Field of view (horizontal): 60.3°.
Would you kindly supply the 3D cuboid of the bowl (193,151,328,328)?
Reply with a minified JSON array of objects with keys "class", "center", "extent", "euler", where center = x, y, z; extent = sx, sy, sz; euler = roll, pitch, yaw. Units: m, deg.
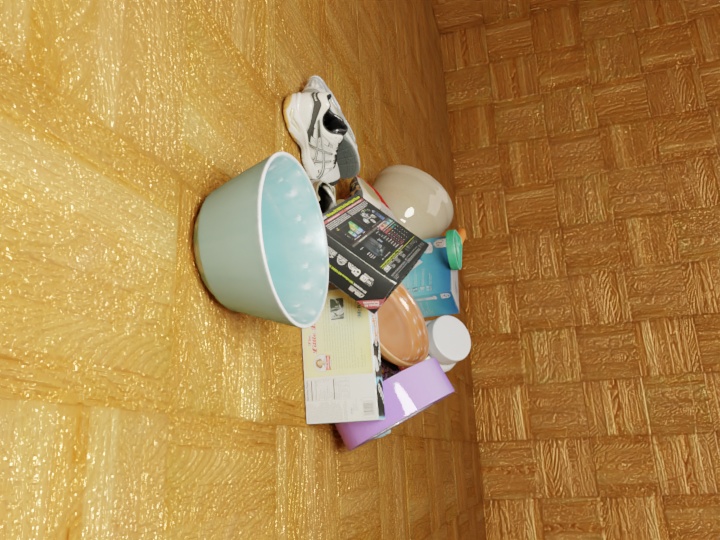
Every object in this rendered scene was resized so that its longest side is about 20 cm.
[{"class":"bowl","center":[-0.119,-0.028,0.717],"extent":[0.201,0.105,0.201],"euler":[-8,90,-75]}]

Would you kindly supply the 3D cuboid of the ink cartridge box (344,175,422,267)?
[{"class":"ink cartridge box","center":[0.031,-0.089,1.232],"extent":[0.116,0.067,0.200],"euler":[29,28,-59]}]

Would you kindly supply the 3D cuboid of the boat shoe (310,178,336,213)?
[{"class":"boat shoe","center":[-0.071,-0.106,0.987],"extent":[0.200,0.068,0.075],"euler":[-57,138,-67]}]

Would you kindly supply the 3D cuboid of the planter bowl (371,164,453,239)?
[{"class":"planter bowl","center":[0.087,-0.113,1.374],"extent":[0.135,0.200,0.200],"euler":[-55,142,-31]}]

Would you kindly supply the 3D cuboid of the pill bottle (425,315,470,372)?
[{"class":"pill bottle","center":[0.135,0.174,1.317],"extent":[0.114,0.200,0.114],"euler":[15,59,-26]}]

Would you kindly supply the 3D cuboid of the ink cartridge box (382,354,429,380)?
[{"class":"ink cartridge box","center":[0.046,0.153,1.162],"extent":[0.109,0.050,0.200],"euler":[52,25,12]}]

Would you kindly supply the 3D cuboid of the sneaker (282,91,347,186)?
[{"class":"sneaker","center":[-0.059,-0.214,1.048],"extent":[0.200,0.088,0.076],"euler":[64,22,-52]}]

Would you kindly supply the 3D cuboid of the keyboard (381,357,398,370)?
[{"class":"keyboard","center":[-0.005,0.110,1.060],"extent":[0.200,0.021,0.127],"euler":[41,32,-23]}]

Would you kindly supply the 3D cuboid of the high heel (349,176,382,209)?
[{"class":"high heel","center":[-0.024,-0.085,1.140],"extent":[0.071,0.143,0.200],"euler":[36,22,-38]}]

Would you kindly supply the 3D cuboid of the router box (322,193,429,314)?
[{"class":"router box","center":[0.006,-0.033,0.941],"extent":[0.062,0.150,0.200],"euler":[-56,174,27]}]

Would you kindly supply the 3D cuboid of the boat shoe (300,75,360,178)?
[{"class":"boat shoe","center":[-0.050,-0.254,1.125],"extent":[0.202,0.074,0.065],"euler":[59,32,-41]}]

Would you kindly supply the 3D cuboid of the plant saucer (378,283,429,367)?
[{"class":"plant saucer","center":[0.047,0.084,1.106],"extent":[0.200,0.037,0.200],"euler":[38,33,-30]}]

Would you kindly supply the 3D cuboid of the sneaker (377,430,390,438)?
[{"class":"sneaker","center":[0.031,0.222,1.175],"extent":[0.074,0.082,0.200],"euler":[57,29,-58]}]

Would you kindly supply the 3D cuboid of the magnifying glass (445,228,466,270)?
[{"class":"magnifying glass","center":[0.199,-0.055,1.273],"extent":[0.200,0.022,0.080],"euler":[-48,128,-70]}]

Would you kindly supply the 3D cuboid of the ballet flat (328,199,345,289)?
[{"class":"ballet flat","center":[-0.052,-0.053,1.047],"extent":[0.063,0.069,0.200],"euler":[35,43,-40]}]

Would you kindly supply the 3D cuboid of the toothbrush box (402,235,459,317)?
[{"class":"toothbrush box","center":[0.099,0.020,1.289],"extent":[0.085,0.200,0.147],"euler":[64,24,-48]}]

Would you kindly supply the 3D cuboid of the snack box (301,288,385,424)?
[{"class":"snack box","center":[-0.029,0.128,0.941],"extent":[0.037,0.116,0.200],"euler":[25,60,-68]}]

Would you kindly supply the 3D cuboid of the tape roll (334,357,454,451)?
[{"class":"tape roll","center":[0.054,0.221,1.024],"extent":[0.066,0.200,0.200],"euler":[61,10,16]}]
